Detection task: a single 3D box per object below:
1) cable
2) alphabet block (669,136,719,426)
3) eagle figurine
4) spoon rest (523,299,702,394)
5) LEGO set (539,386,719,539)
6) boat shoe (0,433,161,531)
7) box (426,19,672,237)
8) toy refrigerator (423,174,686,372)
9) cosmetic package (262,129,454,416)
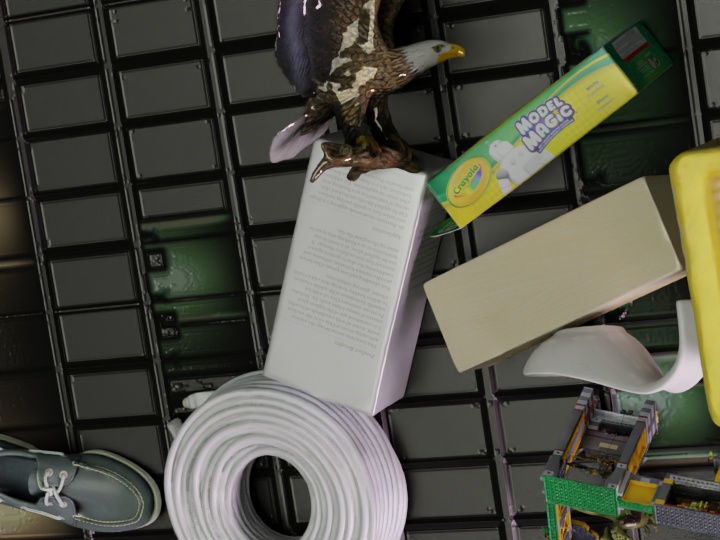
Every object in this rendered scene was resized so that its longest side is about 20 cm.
[{"bbox_3d":[-0.063,0.180,1.834,0.199,0.069,0.201,-21,91,27],"label":"cable"},{"bbox_3d":[0.340,-0.011,1.535,0.195,0.200,0.197,-9,97,26],"label":"alphabet block"},{"bbox_3d":[0.005,-0.171,1.666,0.152,0.150,0.202,162,100,-70],"label":"eagle figurine"},{"bbox_3d":[0.194,0.066,1.643,0.200,0.099,0.061,-23,68,62],"label":"spoon rest"},{"bbox_3d":[0.228,0.169,1.695,0.199,0.116,0.154,3,131,28],"label":"LEGO set"},{"bbox_3d":[-0.267,0.188,1.935,0.199,0.062,0.073,12,105,23],"label":"boat shoe"},{"bbox_3d":[0.131,-0.101,1.661,0.200,0.117,0.048,-40,89,26],"label":"box"},{"bbox_3d":[0.155,0.003,1.700,0.199,0.070,0.076,-27,81,26],"label":"toy refrigerator"},{"bbox_3d":[0.000,0.000,1.768,0.101,0.071,0.201,19,107,19],"label":"cosmetic package"}]
